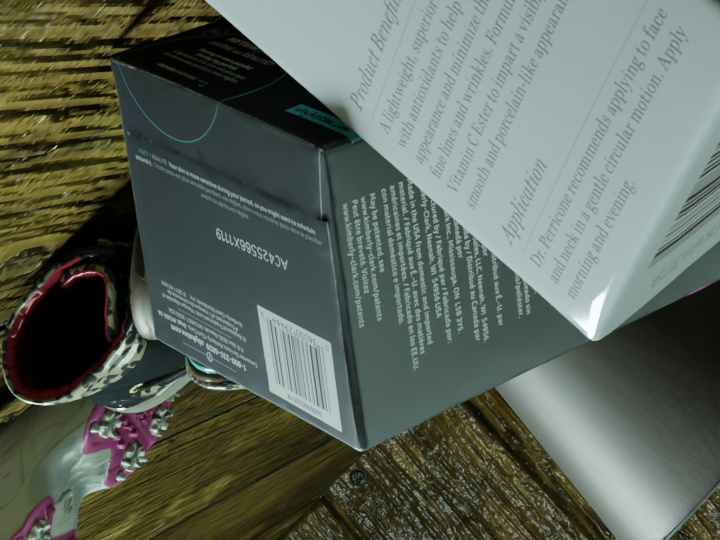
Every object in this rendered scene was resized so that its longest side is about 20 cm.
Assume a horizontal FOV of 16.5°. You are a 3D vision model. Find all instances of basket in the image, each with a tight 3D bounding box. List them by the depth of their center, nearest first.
[{"bbox_3d":[0.137,0.027,1.355,0.180,0.200,0.136,-48,174,6],"label":"basket"}]

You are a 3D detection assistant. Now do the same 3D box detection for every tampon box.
[{"bbox_3d":[0.028,-0.040,0.999,0.200,0.150,0.127,-22,119,-31],"label":"tampon box"}]

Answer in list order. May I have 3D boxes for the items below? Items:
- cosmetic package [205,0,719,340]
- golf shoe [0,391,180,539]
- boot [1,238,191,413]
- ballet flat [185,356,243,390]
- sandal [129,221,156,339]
[{"bbox_3d":[0.080,-0.123,0.854,0.165,0.200,0.165,-36,161,-36],"label":"cosmetic package"},{"bbox_3d":[-0.174,0.096,1.353,0.200,0.091,0.075,-53,150,-32],"label":"golf shoe"},{"bbox_3d":[-0.084,-0.004,1.239,0.204,0.073,0.154,-45,169,9],"label":"boot"},{"bbox_3d":[0.000,0.000,1.229,0.200,0.068,0.075,-48,141,-14],"label":"ballet flat"},{"bbox_3d":[-0.039,-0.041,1.179,0.200,0.055,0.082,-42,138,-36],"label":"sandal"}]
